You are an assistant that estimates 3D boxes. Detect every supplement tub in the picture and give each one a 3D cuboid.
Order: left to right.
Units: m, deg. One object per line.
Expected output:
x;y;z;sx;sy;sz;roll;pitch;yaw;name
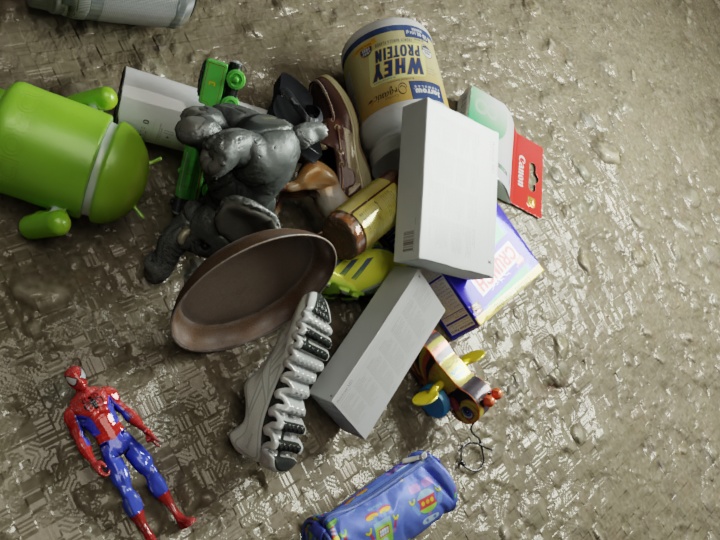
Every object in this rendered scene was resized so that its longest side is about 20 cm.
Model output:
0.055;-0.245;0.950;0.142;0.144;0.204;-1;69;-30;supplement tub

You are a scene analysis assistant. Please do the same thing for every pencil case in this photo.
0.025;0.278;0.744;0.197;0.077;0.089;-19;108;-35;pencil case

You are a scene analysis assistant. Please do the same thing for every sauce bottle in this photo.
0.033;-0.088;0.840;0.199;0.066;0.066;-38;90;-37;sauce bottle

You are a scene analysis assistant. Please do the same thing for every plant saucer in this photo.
-0.118;0.018;0.709;0.197;0.202;0.032;-17;60;-34;plant saucer

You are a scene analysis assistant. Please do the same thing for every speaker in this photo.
-0.202;-0.185;0.812;0.196;0.081;0.083;11;64;-25;speaker

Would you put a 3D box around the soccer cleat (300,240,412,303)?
0.000;0.000;0.850;0.197;0.064;0.086;9;77;-39;soccer cleat

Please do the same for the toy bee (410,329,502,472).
0.135;0.151;0.848;0.199;0.108;0.132;40;53;-9;toy bee

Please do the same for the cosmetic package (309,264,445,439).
0.024;0.097;0.803;0.201;0.050;0.083;-54;130;-24;cosmetic package

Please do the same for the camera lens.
-0.302;-0.389;0.793;0.197;0.160;0.163;-7;72;-32;camera lens

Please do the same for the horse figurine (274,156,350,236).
-0.056;-0.082;0.841;0.132;0.050;0.201;-44;113;-11;horse figurine

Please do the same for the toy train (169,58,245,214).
-0.182;-0.150;0.768;0.055;0.042;0.204;13;104;-16;toy train

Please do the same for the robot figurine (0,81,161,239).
-0.319;-0.123;0.693;0.197;0.115;0.179;19;68;-20;robot figurine

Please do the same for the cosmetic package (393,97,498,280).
0.115;-0.100;0.842;0.149;0.051;0.205;12;78;-39;cosmetic package

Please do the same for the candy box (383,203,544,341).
0.149;-0.030;0.952;0.168;0.077;0.202;-33;88;-34;candy box

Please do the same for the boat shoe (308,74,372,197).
-0.044;-0.179;0.911;0.071;0.072;0.204;-12;83;-32;boat shoe

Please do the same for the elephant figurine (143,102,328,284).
-0.145;-0.073;0.727;0.153;0.204;0.141;21;29;21;elephant figurine

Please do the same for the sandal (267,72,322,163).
-0.081;-0.209;0.833;0.075;0.043;0.202;30;29;-32;sandal

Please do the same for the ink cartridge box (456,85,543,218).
0.247;-0.200;1.104;0.197;0.050;0.164;22;60;-19;ink cartridge box

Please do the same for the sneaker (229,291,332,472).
-0.090;0.117;0.731;0.075;0.080;0.204;46;56;-55;sneaker

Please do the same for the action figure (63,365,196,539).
-0.240;0.183;0.653;0.065;0.052;0.202;-32;85;-32;action figure
